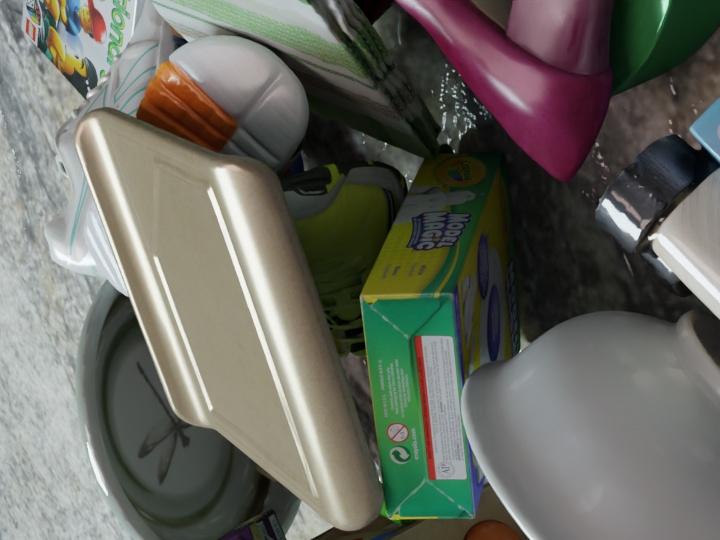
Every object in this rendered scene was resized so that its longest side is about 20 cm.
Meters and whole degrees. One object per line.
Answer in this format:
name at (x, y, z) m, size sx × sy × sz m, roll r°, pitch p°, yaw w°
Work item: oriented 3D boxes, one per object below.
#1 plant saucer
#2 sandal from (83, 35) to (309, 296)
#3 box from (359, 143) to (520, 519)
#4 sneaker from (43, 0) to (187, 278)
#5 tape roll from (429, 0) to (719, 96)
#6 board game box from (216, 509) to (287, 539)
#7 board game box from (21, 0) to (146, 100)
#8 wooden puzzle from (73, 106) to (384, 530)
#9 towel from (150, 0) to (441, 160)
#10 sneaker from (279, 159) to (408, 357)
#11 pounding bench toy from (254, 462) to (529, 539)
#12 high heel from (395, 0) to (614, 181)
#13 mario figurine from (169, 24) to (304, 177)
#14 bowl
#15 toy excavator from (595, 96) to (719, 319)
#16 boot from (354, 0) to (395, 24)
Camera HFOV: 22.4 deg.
plant saucer at (-0.110, 0.087, 1.100) m, size 0.050 × 0.200 × 0.201 m, roll -15°, pitch 98°, yaw 35°
sandal at (-0.082, -0.060, 0.943) m, size 0.079 × 0.059 × 0.207 m, roll 51°, pitch 138°, yaw 3°
box at (0.045, 0.021, 0.889) m, size 0.048 × 0.200 × 0.118 m, roll -2°, pitch 114°, yaw 11°
sneaker at (-0.138, -0.089, 1.066) m, size 0.080 × 0.201 × 0.070 m, roll 2°, pitch 156°, yaw 14°
tape roll at (0.081, -0.173, 0.802) m, size 0.200 × 0.048 × 0.201 m, roll 34°, pitch 135°, yaw 41°
board game box at (-0.025, 0.226, 0.931) m, size 0.120 × 0.032 × 0.201 m, roll 19°, pitch -134°, yaw -84°
board game box at (-0.165, -0.199, 1.153) m, size 0.126 × 0.035 × 0.201 m, roll 46°, pitch 142°, yaw 29°
wooden puzzle at (-0.062, 0.015, 0.874) m, size 0.200 × 0.037 × 0.186 m, roll 20°, pitch 132°, yaw 59°
towel at (-0.046, -0.123, 0.867) m, size 0.149 × 0.031 × 0.200 m, roll 25°, pitch 171°, yaw 25°
sneaker at (0.000, 0.000, 0.921) m, size 0.075 × 0.200 × 0.077 m, roll -14°, pitch 72°, yaw 18°
pounding bench toy at (0.018, 0.170, 1.039) m, size 0.156 × 0.124 × 0.201 m, roll -24°, pitch 90°, yaw 57°
high heel at (0.026, -0.114, 0.807) m, size 0.200 × 0.067 × 0.097 m, roll 30°, pitch 123°, yaw 38°
mario figurine at (-0.074, -0.056, 1.039) m, size 0.106 × 0.123 × 0.201 m, roll -8°, pitch 100°, yaw 44°
bowl at (0.146, 0.081, 0.775) m, size 0.201 × 0.201 × 0.090 m, roll 49°, pitch 112°, yaw 26°
toy excavator at (0.190, -0.057, 0.679) m, size 0.100 × 0.200 × 0.194 m, roll 47°, pitch -173°, yaw 25°
boot at (-0.068, -0.172, 0.945) m, size 0.203 × 0.073 × 0.154 m, roll -37°, pitch 81°, yaw 27°
